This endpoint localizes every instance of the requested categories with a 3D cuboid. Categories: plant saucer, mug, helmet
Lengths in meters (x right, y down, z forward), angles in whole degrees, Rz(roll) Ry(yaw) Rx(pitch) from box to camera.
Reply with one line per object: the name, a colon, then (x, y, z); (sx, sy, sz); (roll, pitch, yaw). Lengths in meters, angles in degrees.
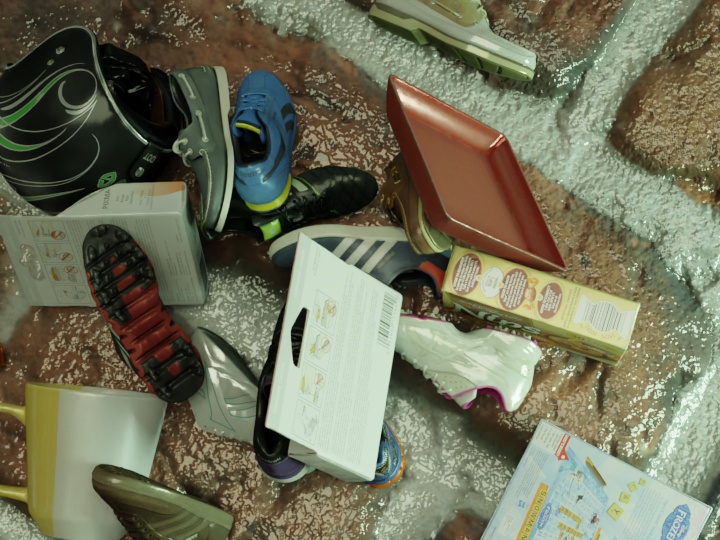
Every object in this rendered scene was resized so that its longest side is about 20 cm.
plant saucer: (0.111, -0.091, 1.562); (0.037, 0.199, 0.201); (-40, 50, 27)
mug: (-0.299, 0.199, 1.585); (0.185, 0.149, 0.154); (4, 87, 32)
helmet: (-0.305, -0.152, 1.620); (0.190, 0.200, 0.201); (-29, 76, 22)

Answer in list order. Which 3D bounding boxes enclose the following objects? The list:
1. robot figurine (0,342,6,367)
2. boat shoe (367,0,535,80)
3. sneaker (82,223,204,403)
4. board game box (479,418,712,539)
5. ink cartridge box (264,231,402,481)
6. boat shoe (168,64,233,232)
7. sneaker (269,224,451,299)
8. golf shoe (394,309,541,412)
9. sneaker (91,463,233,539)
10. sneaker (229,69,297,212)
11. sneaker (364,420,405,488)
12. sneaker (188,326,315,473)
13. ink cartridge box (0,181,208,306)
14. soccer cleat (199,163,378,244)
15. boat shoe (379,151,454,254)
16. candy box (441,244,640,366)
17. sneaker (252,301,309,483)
robot figurine: (-0.496, 0.074, 1.654); (0.198, 0.058, 0.146); (-12, 77, 2)
boat shoe: (0.109, -0.274, 1.669); (0.199, 0.075, 0.069); (25, 87, 10)
sneaker: (-0.235, 0.043, 1.563); (0.071, 0.098, 0.201); (-32, 105, -18)
board game box: (0.230, 0.289, 1.560); (0.199, 0.041, 0.201); (28, 82, 10)
ink cartridge box: (-0.037, 0.087, 1.488); (0.044, 0.176, 0.201); (-8, 63, 38)
boat shoe: (-0.170, -0.130, 1.586); (0.061, 0.073, 0.201); (4, 60, -18)
sneaker: (0.000, 0.000, 1.621); (0.198, 0.075, 0.085); (-2, 74, 4)
golf shoe: (0.089, 0.095, 1.597); (0.198, 0.075, 0.092); (11, 83, 8)
sneaker: (-0.204, 0.257, 1.529); (0.070, 0.200, 0.076); (16, 78, 41)
sneaker: (-0.109, -0.159, 1.630); (0.065, 0.079, 0.201); (-10, 49, 9)
sneaker: (-0.020, 0.137, 1.593); (0.075, 0.078, 0.200); (-38, 78, -4)
sneaker: (-0.126, 0.153, 1.610); (0.200, 0.070, 0.080); (43, 94, 17)
ink cartridge box: (-0.271, -0.025, 1.605); (0.198, 0.163, 0.050); (1, 52, 6)
soccer cleat: (-0.078, -0.067, 1.637); (0.198, 0.068, 0.081); (-7, 41, 8)
boat shoe: (0.057, -0.070, 1.591); (0.067, 0.200, 0.072); (-24, 117, 14)
candy box: (0.186, 0.038, 1.577); (0.199, 0.115, 0.056); (19, 79, 8)
sneaker: (-0.066, 0.108, 1.529); (0.075, 0.088, 0.201); (2, 66, 10)
